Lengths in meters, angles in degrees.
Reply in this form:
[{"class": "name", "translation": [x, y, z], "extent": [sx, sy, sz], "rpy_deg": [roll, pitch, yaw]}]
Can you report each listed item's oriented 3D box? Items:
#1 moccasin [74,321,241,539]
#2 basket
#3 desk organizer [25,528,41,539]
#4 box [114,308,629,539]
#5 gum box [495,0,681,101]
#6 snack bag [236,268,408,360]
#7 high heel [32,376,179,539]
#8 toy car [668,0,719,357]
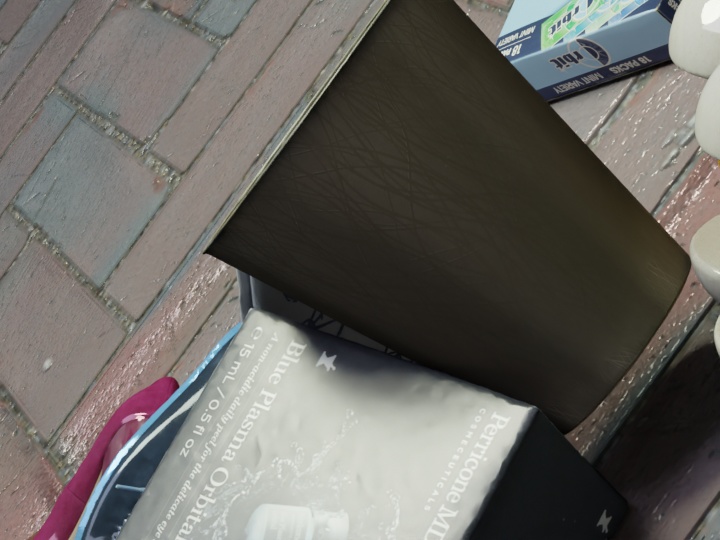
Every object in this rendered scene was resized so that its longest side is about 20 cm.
[{"class": "moccasin", "translation": [-0.088, 0.111, 1.461], "extent": [0.068, 0.081, 0.201], "rpy_deg": [23, 73, 35]}, {"class": "basket", "translation": [0.054, -0.023, 1.293], "extent": [0.181, 0.199, 0.136], "rpy_deg": [-54, 4, 7]}, {"class": "desk organizer", "translation": [-0.150, 0.182, 1.652], "extent": [0.200, 0.072, 0.077], "rpy_deg": [-36, 26, 33]}, {"class": "box", "translation": [-0.007, 0.148, 1.305], "extent": [0.199, 0.117, 0.197], "rpy_deg": [18, 71, 39]}, {"class": "gum box", "translation": [0.174, -0.208, 1.621], "extent": [0.169, 0.044, 0.201], "rpy_deg": [-15, 45, 54]}, {"class": "snack bag", "translation": [0.000, 0.000, 1.448], "extent": [0.021, 0.190, 0.200], "rpy_deg": [21, 47, 30]}, {"class": "high heel", "translation": [-0.159, 0.155, 1.577], "extent": [0.200, 0.067, 0.096], "rpy_deg": [-50, 12, 33]}, {"class": "toy car", "translation": [0.227, -0.045, 1.206], "extent": [0.149, 0.176, 0.200], "rpy_deg": [-8, 28, 3]}]
